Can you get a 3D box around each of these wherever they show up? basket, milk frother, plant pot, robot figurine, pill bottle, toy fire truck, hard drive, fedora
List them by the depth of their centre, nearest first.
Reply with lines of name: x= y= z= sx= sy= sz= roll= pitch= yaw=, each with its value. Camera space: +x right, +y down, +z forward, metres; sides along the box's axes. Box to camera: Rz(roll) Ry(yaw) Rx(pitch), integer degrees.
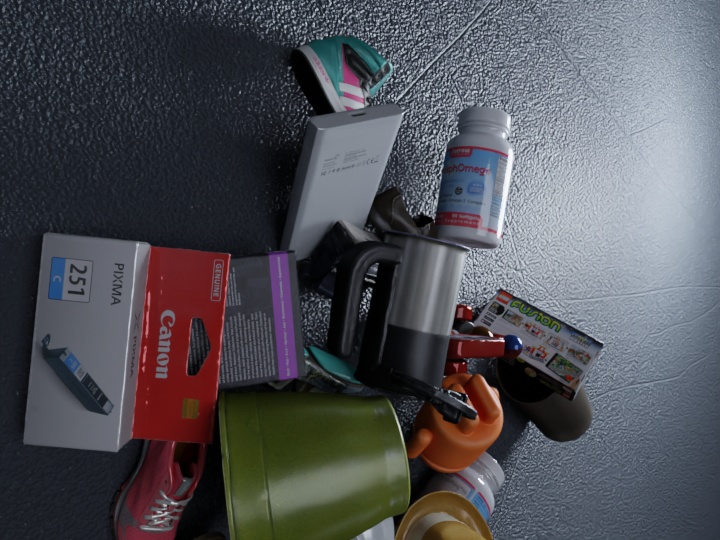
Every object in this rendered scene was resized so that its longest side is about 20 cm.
plant pot: x=-0.050 y=0.222 z=0.626 sx=0.188 sy=0.200 sz=0.205 roll=-7 pitch=99 yaw=-12
milk frother: x=0.077 y=0.058 z=0.656 sx=0.179 sy=0.197 sz=0.193 roll=10 pitch=92 yaw=-51
hard drive: x=-0.027 y=-0.105 z=0.695 sx=0.130 sy=0.027 sz=0.202 roll=-22 pitch=147 yaw=-36
fedora: x=0.134 y=0.412 z=0.774 sx=0.197 sy=0.081 sz=0.205 roll=7 pitch=75 yaw=-29
toy fire truck: x=0.148 y=0.109 z=0.844 sx=0.197 sy=0.166 sz=0.115 roll=8 pitch=89 yaw=-39
robot figurine: x=0.146 y=0.235 z=0.854 sx=0.115 sy=0.202 sz=0.145 roll=27 pitch=53 yaw=7
pill bottle: x=0.181 y=-0.144 z=0.883 sx=0.107 sy=0.108 sz=0.205 roll=12 pitch=85 yaw=-39
pill bottle: x=0.145 y=0.385 z=0.900 sx=0.199 sy=0.108 sz=0.110 roll=-40 pitch=116 yaw=-30
basket: x=0.352 y=0.219 z=1.047 sx=0.201 sy=0.134 sz=0.183 roll=52 pitch=37 yaw=-36

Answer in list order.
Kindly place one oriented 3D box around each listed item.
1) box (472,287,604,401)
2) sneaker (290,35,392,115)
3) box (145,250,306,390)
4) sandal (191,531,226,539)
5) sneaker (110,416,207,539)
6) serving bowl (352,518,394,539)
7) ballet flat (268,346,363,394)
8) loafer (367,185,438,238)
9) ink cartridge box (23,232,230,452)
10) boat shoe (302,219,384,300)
box: x=0.295 y=0.120 z=0.954 sx=0.110 sy=0.198 sz=0.035 roll=-44 pitch=149 yaw=-27
sneaker: x=0.000 y=-0.225 z=0.758 sx=0.120 sy=0.083 sz=0.202 roll=-37 pitch=114 yaw=-21
box: x=-0.163 y=0.058 z=0.623 sx=0.196 sy=0.036 sz=0.147 roll=-6 pitch=95 yaw=-18
sandal: x=-0.223 y=0.376 z=0.612 sx=0.199 sy=0.054 sz=0.081 roll=-38 pitch=148 yaw=-29
sneaker: x=-0.213 y=0.233 z=0.607 sx=0.073 sy=0.086 sz=0.205 roll=17 pitch=83 yaw=-38
serving bowl: x=-0.045 y=0.348 z=0.713 sx=0.195 sy=0.066 sz=0.205 roll=1 pitch=87 yaw=-12
ballet flat: x=-0.079 y=0.130 z=0.734 sx=0.199 sy=0.074 sz=0.075 roll=34 pitch=72 yaw=-34
loafer: x=0.089 y=-0.043 z=0.823 sx=0.071 sy=0.073 sz=0.200 roll=-43 pitch=117 yaw=7
ink cartridge box: x=-0.227 y=0.073 z=0.556 sx=0.172 sy=0.045 sz=0.205 roll=5 pitch=90 yaw=-4
boat shoe: x=0.000 y=0.000 z=0.789 sx=0.093 sy=0.075 sz=0.199 roll=-47 pitch=145 yaw=14
